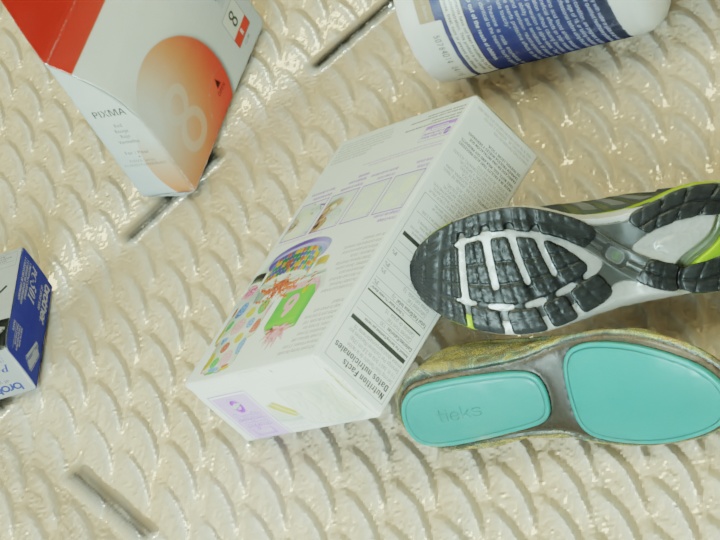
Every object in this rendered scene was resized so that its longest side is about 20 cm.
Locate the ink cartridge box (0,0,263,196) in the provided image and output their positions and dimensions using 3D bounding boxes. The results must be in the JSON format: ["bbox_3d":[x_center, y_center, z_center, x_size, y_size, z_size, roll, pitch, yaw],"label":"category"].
[{"bbox_3d":[-0.146,-0.172,1.770,0.050,0.200,0.162,-4,48,29],"label":"ink cartridge box"}]

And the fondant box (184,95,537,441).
[{"bbox_3d":[0.000,0.000,1.582,0.144,0.058,0.200,-15,36,55],"label":"fondant box"}]

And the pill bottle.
[{"bbox_3d":[0.127,-0.192,1.690,0.200,0.111,0.111,-13,44,21],"label":"pill bottle"}]

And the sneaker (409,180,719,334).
[{"bbox_3d":[0.126,-0.007,1.517,0.200,0.074,0.081,-6,2,-2],"label":"sneaker"}]

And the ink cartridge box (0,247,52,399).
[{"bbox_3d":[-0.301,0.056,1.760,0.200,0.044,0.094,-16,41,18],"label":"ink cartridge box"}]

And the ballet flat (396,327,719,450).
[{"bbox_3d":[0.118,0.060,1.489,0.200,0.071,0.071,-6,47,25],"label":"ballet flat"}]
